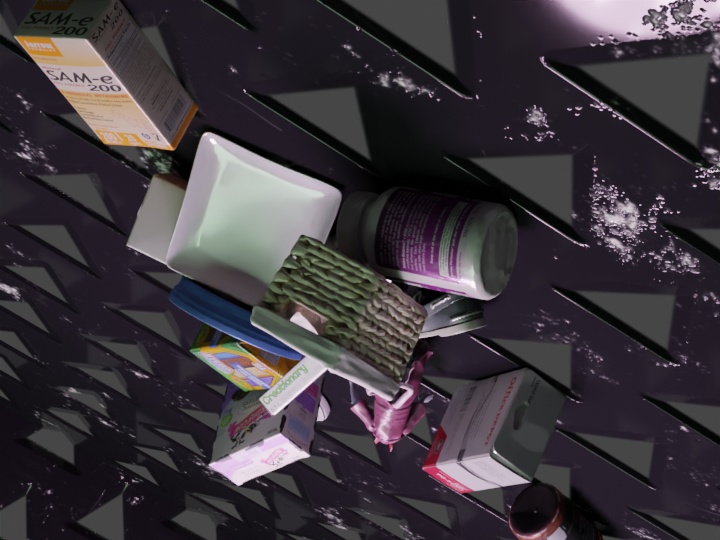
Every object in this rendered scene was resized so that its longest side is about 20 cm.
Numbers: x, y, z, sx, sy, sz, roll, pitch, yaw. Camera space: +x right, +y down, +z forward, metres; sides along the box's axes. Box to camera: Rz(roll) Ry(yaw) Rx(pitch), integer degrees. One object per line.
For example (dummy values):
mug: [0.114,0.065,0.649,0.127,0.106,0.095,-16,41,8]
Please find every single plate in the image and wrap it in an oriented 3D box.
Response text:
plate: [-0.137,-0.056,1.739,0.198,0.032,0.202,24,114,7]

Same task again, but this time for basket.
basket: [-0.018,0.056,1.603,0.134,0.125,0.200,27,177,27]

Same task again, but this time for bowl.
bowl: [-0.162,0.061,1.828,0.198,0.040,0.201,26,-178,-1]

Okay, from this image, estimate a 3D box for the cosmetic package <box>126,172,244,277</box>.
cosmetic package: [-0.202,-0.043,1.827,0.198,0.109,0.085,27,-171,4]

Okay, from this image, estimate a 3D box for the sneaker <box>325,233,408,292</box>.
sneaker: [0.000,0.000,1.764,0.115,0.081,0.199,38,152,-20]

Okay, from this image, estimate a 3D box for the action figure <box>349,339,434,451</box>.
action figure: [0.054,0.192,1.950,0.132,0.150,0.202,0,125,-8]

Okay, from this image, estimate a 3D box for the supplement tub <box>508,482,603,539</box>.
supplement tub: [0.342,0.450,2.278,0.106,0.108,0.200,-1,144,46]

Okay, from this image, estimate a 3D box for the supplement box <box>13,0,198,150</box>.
supplement box: [-0.300,-0.236,1.612,0.125,0.074,0.201,8,149,35]

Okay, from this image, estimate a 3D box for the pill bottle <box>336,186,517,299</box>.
pill bottle: [0.075,-0.037,1.576,0.198,0.113,0.113,12,152,30]

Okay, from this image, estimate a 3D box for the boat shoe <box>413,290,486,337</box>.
boat shoe: [0.101,0.055,1.821,0.199,0.072,0.063,-10,95,63]

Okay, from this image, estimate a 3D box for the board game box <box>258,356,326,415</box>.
board game box: [-0.044,0.113,1.871,0.035,0.126,0.200,48,119,2]

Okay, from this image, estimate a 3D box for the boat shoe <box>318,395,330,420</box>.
boat shoe: [-0.128,0.215,2.343,0.073,0.066,0.200,0,144,45]

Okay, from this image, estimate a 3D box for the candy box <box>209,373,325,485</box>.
candy box: [-0.144,0.219,2.148,0.167,0.202,0.071,-26,128,34]

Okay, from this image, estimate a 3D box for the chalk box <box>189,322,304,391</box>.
chalk box: [-0.170,0.102,2.089,0.124,0.126,0.199,39,152,-26]

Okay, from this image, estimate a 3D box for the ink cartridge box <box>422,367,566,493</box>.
ink cartridge box: [0.192,0.234,1.952,0.083,0.147,0.199,34,155,-16]
